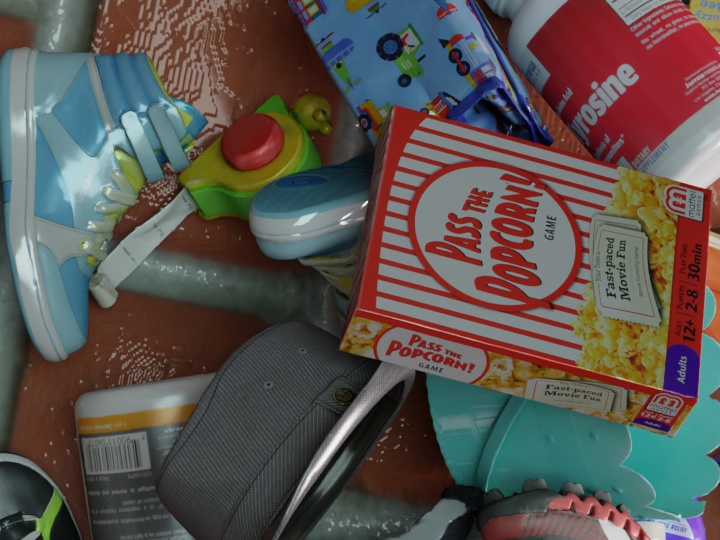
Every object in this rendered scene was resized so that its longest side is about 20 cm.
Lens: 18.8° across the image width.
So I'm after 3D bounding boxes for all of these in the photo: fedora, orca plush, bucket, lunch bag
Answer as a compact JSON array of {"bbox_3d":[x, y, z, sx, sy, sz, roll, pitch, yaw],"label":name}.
[{"bbox_3d":[-0.053,0.103,1.263,0.090,0.177,0.200,35,59,8],"label":"fedora"},{"bbox_3d":[0.000,0.208,1.327,0.200,0.105,0.071,-44,138,-31],"label":"orca plush"},{"bbox_3d":[0.139,0.067,1.391,0.207,0.134,0.208,23,63,-57],"label":"bucket"},{"bbox_3d":[0.051,-0.142,1.404,0.094,0.200,0.151,-35,75,18],"label":"lunch bag"}]

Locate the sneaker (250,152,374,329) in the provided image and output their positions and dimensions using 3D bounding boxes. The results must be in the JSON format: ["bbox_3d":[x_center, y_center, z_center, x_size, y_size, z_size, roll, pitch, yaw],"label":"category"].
[{"bbox_3d":[0.000,0.000,1.377,0.200,0.079,0.131,-19,113,-55],"label":"sneaker"}]

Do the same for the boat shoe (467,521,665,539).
[{"bbox_3d":[0.103,0.204,1.422,0.199,0.072,0.060,-7,77,5],"label":"boat shoe"}]

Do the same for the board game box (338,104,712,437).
[{"bbox_3d":[0.098,-0.001,1.249,0.199,0.046,0.152,14,54,-6],"label":"board game box"}]

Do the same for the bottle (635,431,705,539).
[{"bbox_3d":[0.192,0.190,1.478,0.083,0.065,0.201,15,82,-9],"label":"bottle"}]

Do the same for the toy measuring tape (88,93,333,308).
[{"bbox_3d":[-0.087,-0.041,1.405,0.200,0.074,0.074,-44,99,-14],"label":"toy measuring tape"}]

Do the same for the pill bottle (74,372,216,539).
[{"bbox_3d":[-0.111,0.168,1.364,0.116,0.116,0.201,-8,89,-17],"label":"pill bottle"}]

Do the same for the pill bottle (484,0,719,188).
[{"bbox_3d":[0.171,-0.143,1.450,0.112,0.112,0.200,-36,76,-15],"label":"pill bottle"}]

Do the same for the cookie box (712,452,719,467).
[{"bbox_3d":[0.370,0.172,1.527,0.171,0.075,0.201,-32,96,-15],"label":"cookie box"}]

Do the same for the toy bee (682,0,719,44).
[{"bbox_3d":[0.243,-0.197,1.495,0.130,0.109,0.201,-14,81,25],"label":"toy bee"}]

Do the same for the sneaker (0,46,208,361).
[{"bbox_3d":[-0.156,-0.047,1.365,0.130,0.080,0.201,-6,85,0],"label":"sneaker"}]

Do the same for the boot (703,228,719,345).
[{"bbox_3d":[0.215,0.017,1.495,0.199,0.075,0.108,8,89,-17],"label":"boot"}]

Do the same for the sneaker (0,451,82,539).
[{"bbox_3d":[-0.191,0.205,1.355,0.071,0.083,0.201,-24,93,-17],"label":"sneaker"}]

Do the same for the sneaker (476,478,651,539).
[{"bbox_3d":[0.150,0.197,1.317,0.200,0.071,0.098,30,52,-29],"label":"sneaker"}]
